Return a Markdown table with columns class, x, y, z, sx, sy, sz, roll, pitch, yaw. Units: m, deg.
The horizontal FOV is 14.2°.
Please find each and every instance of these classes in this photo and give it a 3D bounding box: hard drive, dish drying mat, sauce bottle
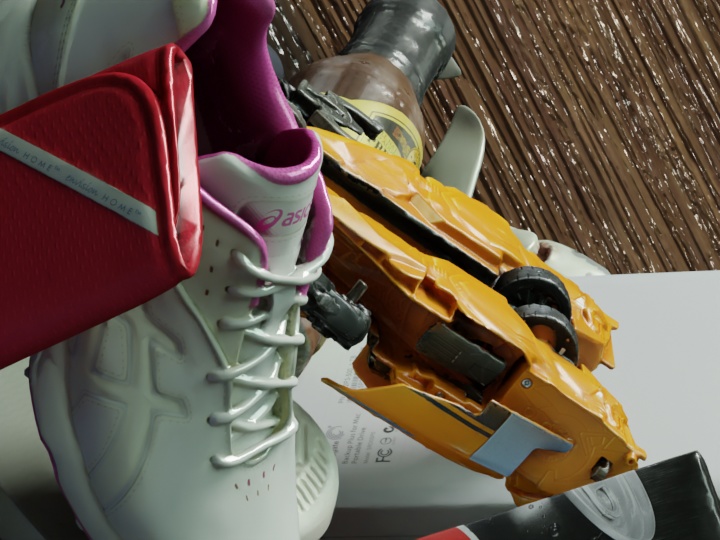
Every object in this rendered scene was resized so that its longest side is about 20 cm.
| class | x | y | z | sx | sy | sz | roll | pitch | yaw |
| --- | --- | --- | --- | --- | --- | --- | --- | --- | --- |
| hard drive | 0.054 | 0.048 | 1.033 | 0.132 | 0.199 | 0.026 | -74 | 158 | -53 |
| dish drying mat | -0.130 | 0.006 | 0.744 | 0.018 | 0.199 | 0.077 | 43 | 32 | -50 |
| sauce bottle | -0.013 | -0.038 | 1.093 | 0.065 | 0.065 | 0.200 | 51 | 42 | -21 |

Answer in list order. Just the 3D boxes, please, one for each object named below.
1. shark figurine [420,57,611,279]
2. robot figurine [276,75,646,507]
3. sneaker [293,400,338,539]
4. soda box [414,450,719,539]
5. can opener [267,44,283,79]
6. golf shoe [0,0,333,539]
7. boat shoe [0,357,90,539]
| class | x | y | z | sx | sy | sz | roll | pitch | yaw |
| --- | --- | --- | --- | --- | --- | --- | --- | --- | --- |
| shark figurine | 0.016 | -0.023 | 1.181 | 0.215 | 0.127 | 0.090 | -111 | -177 | -50 |
| robot figurine | 0.000 | 0.000 | 0.930 | 0.199 | 0.058 | 0.145 | 33 | 21 | -15 |
| sneaker | -0.089 | 0.035 | 0.942 | 0.075 | 0.085 | 0.200 | -22 | 61 | -32 |
| soda box | 0.023 | 0.122 | 0.897 | 0.071 | 0.199 | 0.064 | 60 | 12 | -68 |
| can opener | -0.091 | -0.096 | 1.046 | 0.200 | 0.063 | 0.079 | 23 | 49 | -50 |
| golf shoe | -0.045 | 0.008 | 0.780 | 0.075 | 0.091 | 0.201 | -31 | 110 | -48 |
| boat shoe | -0.079 | 0.096 | 0.850 | 0.070 | 0.072 | 0.201 | -15 | 64 | -43 |
